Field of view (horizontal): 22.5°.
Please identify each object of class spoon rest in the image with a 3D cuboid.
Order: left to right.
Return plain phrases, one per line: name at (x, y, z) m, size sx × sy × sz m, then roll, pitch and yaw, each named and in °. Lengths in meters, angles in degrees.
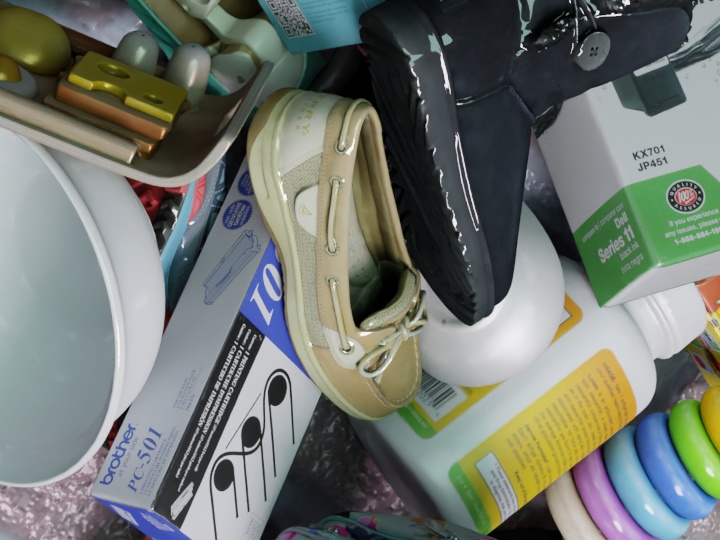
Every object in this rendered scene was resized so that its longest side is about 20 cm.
spoon rest at (0.057, -0.034, 1.010) m, size 0.099 × 0.061 × 0.201 m, roll -15°, pitch 76°, yaw 21°

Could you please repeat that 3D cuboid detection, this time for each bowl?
bowl at (-0.165, 0.000, 0.908) m, size 0.090 × 0.200 × 0.202 m, roll -25°, pitch 114°, yaw -50°

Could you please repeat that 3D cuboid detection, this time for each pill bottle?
pill bottle at (0.101, 0.061, 1.054) m, size 0.200 × 0.111 × 0.111 m, roll -36°, pitch 113°, yaw -12°

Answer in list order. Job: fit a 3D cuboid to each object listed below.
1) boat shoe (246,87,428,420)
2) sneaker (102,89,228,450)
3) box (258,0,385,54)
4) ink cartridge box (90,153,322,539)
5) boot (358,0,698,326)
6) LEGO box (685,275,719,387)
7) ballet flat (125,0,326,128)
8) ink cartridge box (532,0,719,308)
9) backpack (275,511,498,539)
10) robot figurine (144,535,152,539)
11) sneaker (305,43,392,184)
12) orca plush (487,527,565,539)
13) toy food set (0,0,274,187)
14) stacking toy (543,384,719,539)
boat shoe at (0.001, -0.002, 0.930) m, size 0.073 × 0.063 × 0.201 m, roll -46°, pitch 132°, yaw -41°
sneaker at (-0.098, -0.002, 0.990) m, size 0.095 × 0.079 × 0.201 m, roll 4°, pitch 99°, yaw -48°
box at (0.036, -0.193, 0.951) m, size 0.200 × 0.082 × 0.049 m, roll -46°, pitch 117°, yaw -29°
ink cartridge box at (-0.061, 0.049, 0.947) m, size 0.094 × 0.044 × 0.201 m, roll 48°, pitch 58°, yaw -48°
boot at (0.096, -0.083, 0.915) m, size 0.168 × 0.076 × 0.201 m, roll -27°, pitch 129°, yaw -16°
LEGO box at (0.287, 0.027, 1.143) m, size 0.149 × 0.077 × 0.200 m, roll -40°, pitch 114°, yaw -9°
ballet flat at (-0.079, -0.137, 0.956) m, size 0.200 × 0.070 × 0.067 m, roll 44°, pitch 82°, yaw -25°
ink cartridge box at (0.175, -0.099, 1.017) m, size 0.146 × 0.083 × 0.201 m, roll -16°, pitch 77°, yaw -19°
backpack at (0.036, 0.215, 0.905) m, size 0.153 × 0.199 × 0.177 m, roll 18°, pitch 82°, yaw -42°
robot figurine at (-0.085, 0.234, 1.014) m, size 0.143 × 0.116 × 0.201 m, roll -14°, pitch 106°, yaw -36°
sneaker at (0.037, -0.114, 0.951) m, size 0.200 × 0.080 × 0.086 m, roll -48°, pitch 157°, yaw 10°
orca plush at (0.054, 0.186, 1.104) m, size 0.199 × 0.071 × 0.105 m, roll -19°, pitch 153°, yaw -14°
toy food set at (-0.143, -0.114, 0.862) m, size 0.199 × 0.144 × 0.061 m, roll 22°, pitch 111°, yaw -4°
stacking toy at (0.209, 0.103, 1.076) m, size 0.200 × 0.086 × 0.085 m, roll -35°, pitch 117°, yaw 22°
